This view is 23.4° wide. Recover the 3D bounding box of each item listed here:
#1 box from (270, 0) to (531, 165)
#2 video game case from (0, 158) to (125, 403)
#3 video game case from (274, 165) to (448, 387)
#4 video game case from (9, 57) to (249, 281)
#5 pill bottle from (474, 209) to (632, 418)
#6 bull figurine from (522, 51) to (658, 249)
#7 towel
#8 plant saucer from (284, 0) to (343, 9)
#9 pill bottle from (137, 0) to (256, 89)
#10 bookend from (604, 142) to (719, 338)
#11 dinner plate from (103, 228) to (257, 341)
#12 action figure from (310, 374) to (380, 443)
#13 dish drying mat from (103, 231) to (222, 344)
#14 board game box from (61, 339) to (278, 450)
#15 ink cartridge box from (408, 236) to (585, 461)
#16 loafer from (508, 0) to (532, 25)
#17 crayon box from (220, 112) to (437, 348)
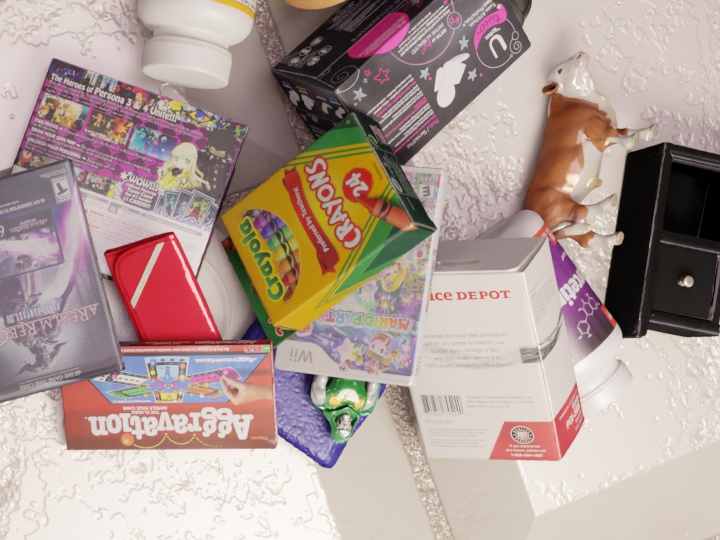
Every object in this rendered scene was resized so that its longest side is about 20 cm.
[{"bbox_3d":[0.039,-0.204,1.681,0.200,0.132,0.115,-43,122,-15],"label":"box"},{"bbox_3d":[-0.309,0.012,1.598,0.142,0.019,0.201,-15,88,5],"label":"video game case"},{"bbox_3d":[0.000,0.000,1.608,0.143,0.018,0.201,6,84,25],"label":"video game case"},{"bbox_3d":[-0.227,-0.083,1.642,0.199,0.036,0.182,18,81,-2],"label":"video game case"},{"bbox_3d":[0.182,0.047,1.724,0.112,0.112,0.200,-39,97,-15],"label":"pill bottle"},{"bbox_3d":[0.225,-0.118,1.759,0.065,0.121,0.201,16,89,-56],"label":"bull figurine"},{"bbox_3d":[-0.035,0.075,1.698,0.147,0.050,0.200,36,76,-7],"label":"towel"},{"bbox_3d":[-0.021,-0.344,1.657,0.037,0.200,0.201,33,76,-42],"label":"plant saucer"},{"bbox_3d":[-0.151,-0.280,1.655,0.112,0.113,0.201,10,83,-15],"label":"pill bottle"},{"bbox_3d":[0.366,-0.011,1.790,0.198,0.092,0.201,12,84,-15],"label":"bookend"},{"bbox_3d":[-0.191,0.041,1.668,0.199,0.024,0.201,1,85,-14],"label":"dinner plate"},{"bbox_3d":[-0.009,0.064,1.656,0.118,0.055,0.201,6,85,-16],"label":"action figure"},{"bbox_3d":[-0.169,0.063,1.619,0.077,0.018,0.201,-17,108,12],"label":"dish drying mat"},{"bbox_3d":[-0.178,0.116,1.616,0.199,0.019,0.103,-1,106,6],"label":"board game box"},{"bbox_3d":[0.119,0.074,1.649,0.083,0.146,0.201,-46,129,-54],"label":"ink cartridge box"},{"bbox_3d":[0.094,-0.318,1.758,0.200,0.072,0.063,42,57,-16],"label":"loafer"},{"bbox_3d":[-0.043,-0.033,1.589,0.200,0.051,0.127,-37,67,21],"label":"crayon box"}]
